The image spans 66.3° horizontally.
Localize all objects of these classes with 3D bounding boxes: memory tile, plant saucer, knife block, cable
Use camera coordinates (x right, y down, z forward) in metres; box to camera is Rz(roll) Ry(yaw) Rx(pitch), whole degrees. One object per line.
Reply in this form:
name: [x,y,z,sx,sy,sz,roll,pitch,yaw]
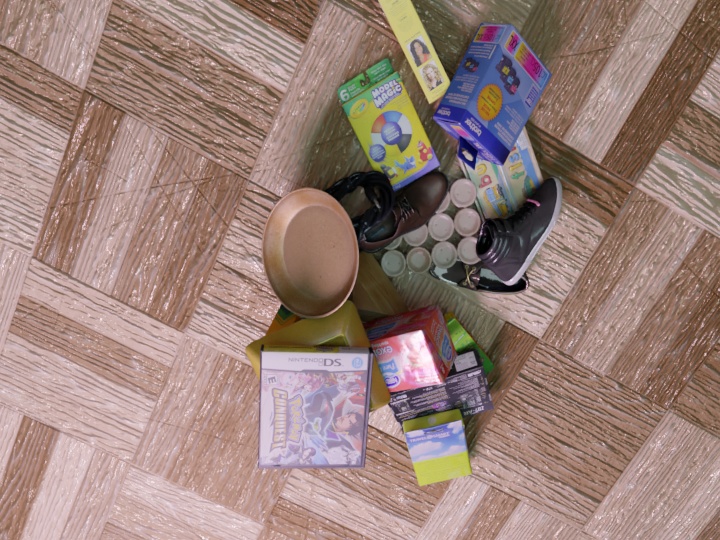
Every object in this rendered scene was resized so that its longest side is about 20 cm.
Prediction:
memory tile: [0.124,-0.075,1.014,0.193,0.017,0.159,-9,95,12]
plant saucer: [-0.076,-0.029,0.889,0.194,0.035,0.209,4,98,32]
plant saucer: [-0.065,0.181,0.902,0.194,0.049,0.205,-23,107,0]
knife block: [0.000,0.000,1.032,0.195,0.182,0.063,14,155,-38]
cable: [-0.035,-0.111,0.954,0.051,0.196,0.166,50,60,-38]

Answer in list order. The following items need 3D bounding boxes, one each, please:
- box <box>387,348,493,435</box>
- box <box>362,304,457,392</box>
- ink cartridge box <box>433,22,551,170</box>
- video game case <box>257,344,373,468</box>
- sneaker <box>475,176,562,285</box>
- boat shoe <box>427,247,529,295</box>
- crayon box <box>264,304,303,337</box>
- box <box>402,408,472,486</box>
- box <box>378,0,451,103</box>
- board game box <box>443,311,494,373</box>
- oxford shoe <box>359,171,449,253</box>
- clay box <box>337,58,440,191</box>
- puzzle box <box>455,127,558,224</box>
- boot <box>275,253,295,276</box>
box: [0.154,0.243,1.079,0.194,0.044,0.162,-19,135,8]
box: [0.058,0.146,0.972,0.195,0.095,0.105,-16,104,33]
ink cartridge box: [0.209,-0.271,0.905,0.134,0.076,0.204,25,96,-37]
video game case: [-0.073,0.219,0.873,0.174,0.026,0.208,2,105,-8]
sneaker: [0.273,-0.084,0.961,0.097,0.071,0.205,26,96,-23]
boat shoe: [0.221,0.005,1.038,0.192,0.060,0.074,10,108,-2]
crayon box: [-0.126,0.147,1.009,0.050,0.201,0.130,-8,108,7]
box: [0.156,0.354,1.113,0.118,0.048,0.204,-14,130,4]
box: [0.089,-0.384,0.916,0.049,0.076,0.203,-27,106,17]
board game box: [0.184,0.163,1.068,0.094,0.030,0.200,-36,128,9]
oxford shoe: [0.078,-0.102,0.963,0.199,0.084,0.073,-41,86,0]
clay box: [0.048,-0.251,0.970,0.112,0.048,0.204,-27,105,8]
puzzle box: [0.268,-0.149,1.010,0.130,0.026,0.205,-24,105,8]
boot: [-0.090,0.045,1.016,0.067,0.131,0.202,-33,104,11]
